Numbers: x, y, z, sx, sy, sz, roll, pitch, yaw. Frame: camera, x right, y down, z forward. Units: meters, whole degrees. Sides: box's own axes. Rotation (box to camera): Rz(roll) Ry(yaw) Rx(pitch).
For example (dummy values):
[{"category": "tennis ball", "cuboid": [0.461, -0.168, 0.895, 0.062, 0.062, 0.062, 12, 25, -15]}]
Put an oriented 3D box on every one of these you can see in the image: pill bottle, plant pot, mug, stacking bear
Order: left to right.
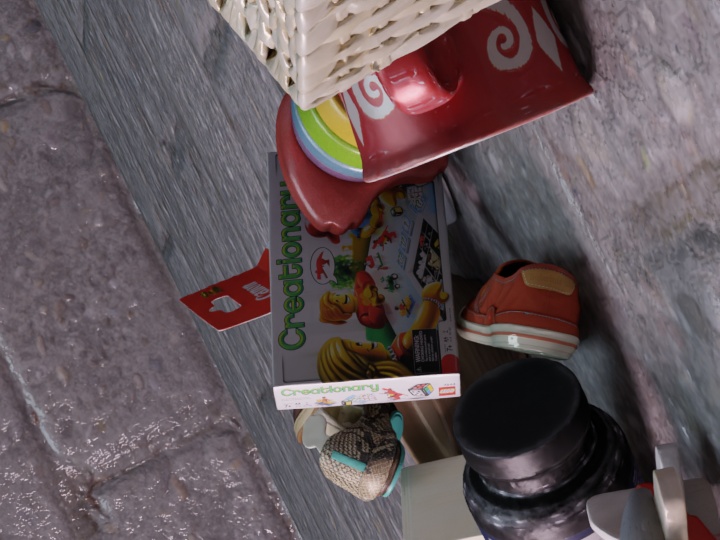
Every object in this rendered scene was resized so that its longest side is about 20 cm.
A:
[{"category": "stacking bear", "cuboid": [0.016, -0.120, 1.245, 0.114, 0.121, 0.200, 55, 159, 5]}, {"category": "mug", "cuboid": [0.034, -0.165, 1.008, 0.178, 0.133, 0.200, 175, 74, -78]}, {"category": "plant pot", "cuboid": [0.068, 0.069, 1.448, 0.201, 0.093, 0.201, 59, 168, 20]}, {"category": "pill bottle", "cuboid": [0.133, 0.155, 1.238, 0.112, 0.112, 0.200, 49, 168, 53]}]

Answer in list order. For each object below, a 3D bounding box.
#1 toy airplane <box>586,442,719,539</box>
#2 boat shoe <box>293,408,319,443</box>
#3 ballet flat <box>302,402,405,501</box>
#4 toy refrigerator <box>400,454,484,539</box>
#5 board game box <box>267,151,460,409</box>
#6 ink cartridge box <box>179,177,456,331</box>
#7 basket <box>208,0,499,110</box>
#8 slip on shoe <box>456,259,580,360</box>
[{"category": "toy airplane", "cuboid": [0.181, 0.202, 1.100, 0.200, 0.141, 0.199, 64, 170, -4]}, {"category": "boat shoe", "cuboid": [-0.024, 0.075, 1.483, 0.200, 0.072, 0.072, 99, 153, -66]}, {"category": "ballet flat", "cuboid": [-0.006, 0.125, 1.405, 0.075, 0.068, 0.200, 22, -178, 1]}, {"category": "toy refrigerator", "cuboid": [0.105, 0.201, 1.391, 0.200, 0.076, 0.070, 44, -142, -53]}, {"category": "board game box", "cuboid": [0.000, 0.000, 1.330, 0.035, 0.126, 0.200, 84, -178, -56]}, {"category": "ink cartridge box", "cuboid": [-0.042, -0.025, 1.459, 0.047, 0.200, 0.160, 68, 168, -13]}, {"category": "basket", "cuboid": [0.016, -0.184, 0.863, 0.123, 0.200, 0.136, 53, 167, 18]}, {"category": "slip on shoe", "cuboid": [0.109, 0.025, 1.263, 0.200, 0.074, 0.061, 158, 123, -86]}]
